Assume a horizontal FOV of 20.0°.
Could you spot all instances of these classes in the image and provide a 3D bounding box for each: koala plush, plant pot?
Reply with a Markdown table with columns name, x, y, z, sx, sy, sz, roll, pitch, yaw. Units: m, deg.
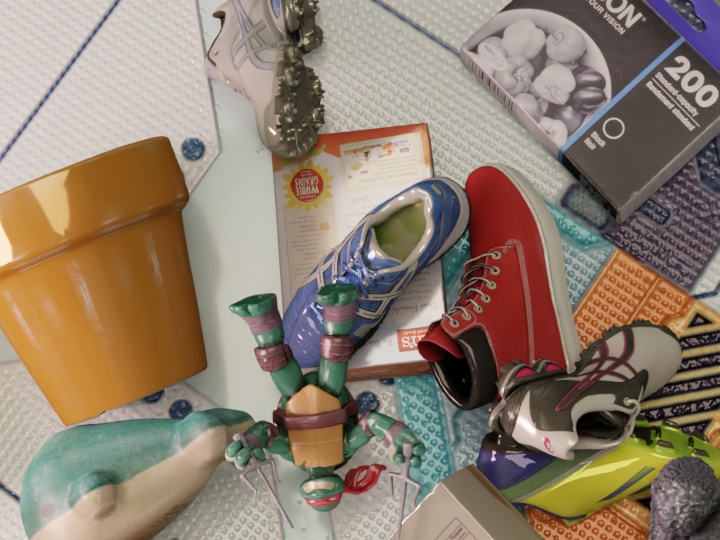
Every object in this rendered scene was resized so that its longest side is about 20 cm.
| name | x | y | z | sx | sy | sz | roll | pitch | yaw |
| --- | --- | --- | --- | --- | --- | --- | --- | --- | --- |
| koala plush | 0.296 | 0.252 | 1.502 | 0.176 | 0.200 | 0.186 | 13 | 93 | -4 |
| plant pot | -0.210 | 0.016 | 1.626 | 0.199 | 0.200 | 0.185 | -22 | 91 | -2 |

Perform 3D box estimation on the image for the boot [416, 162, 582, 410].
| name | x | y | z | sx | sy | sz | roll | pitch | yaw |
| --- | --- | --- | --- | --- | --- | --- | --- | --- | --- |
| boot | 0.093 | 0.010 | 1.622 | 0.143 | 0.072 | 0.202 | -3 | 72 | -40 |

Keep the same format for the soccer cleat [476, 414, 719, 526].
| name | x | y | z | sx | sy | sz | roll | pitch | yaw |
| --- | --- | --- | --- | --- | --- | --- | --- | --- | --- |
| soccer cleat | 0.191 | 0.163 | 1.629 | 0.198 | 0.065 | 0.085 | 1 | 105 | 0 |

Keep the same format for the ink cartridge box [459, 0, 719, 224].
| name | x | y | z | sx | sy | sz | roll | pitch | yaw |
| --- | --- | --- | --- | --- | --- | --- | --- | --- | --- |
| ink cartridge box | 0.220 | -0.177 | 1.712 | 0.200 | 0.043 | 0.198 | -42 | 77 | -8 |

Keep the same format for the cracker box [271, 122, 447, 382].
| name | x | y | z | sx | sy | sz | roll | pitch | yaw |
| --- | --- | --- | --- | --- | --- | --- | --- | --- | --- |
| cracker box | 0.001 | -0.012 | 1.677 | 0.132 | 0.058 | 0.202 | -5 | 75 | 4 |

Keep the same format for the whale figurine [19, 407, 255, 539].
| name | x | y | z | sx | sy | sz | roll | pitch | yaw |
| --- | --- | --- | --- | --- | --- | --- | --- | --- | --- |
| whale figurine | -0.180 | 0.151 | 1.594 | 0.199 | 0.159 | 0.104 | -35 | 77 | 21 |

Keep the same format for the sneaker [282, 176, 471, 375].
| name | x | y | z | sx | sy | sz | roll | pitch | yaw |
| --- | --- | --- | --- | --- | --- | --- | --- | --- | --- |
| sneaker | 0.000 | 0.000 | 1.597 | 0.076 | 0.077 | 0.200 | 42 | 97 | 14 |

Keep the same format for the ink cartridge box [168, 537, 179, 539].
| name | x | y | z | sx | sy | sz | roll | pitch | yaw |
| --- | --- | --- | --- | --- | --- | --- | --- | --- | --- |
| ink cartridge box | -0.209 | 0.309 | 1.548 | 0.198 | 0.147 | 0.146 | -18 | 93 | -2 |

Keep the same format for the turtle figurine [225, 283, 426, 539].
| name | x | y | z | sx | sy | sz | roll | pitch | yaw |
| --- | --- | --- | --- | --- | --- | --- | --- | --- | --- |
| turtle figurine | -0.035 | 0.115 | 1.558 | 0.148 | 0.101 | 0.202 | -11 | 98 | -12 |

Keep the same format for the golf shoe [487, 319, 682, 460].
| name | x | y | z | sx | sy | sz | roll | pitch | yaw |
| --- | --- | --- | --- | --- | --- | --- | --- | --- | --- |
| golf shoe | 0.191 | 0.101 | 1.589 | 0.199 | 0.078 | 0.088 | -18 | 40 | -37 |

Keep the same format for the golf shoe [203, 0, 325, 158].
| name | x | y | z | sx | sy | sz | roll | pitch | yaw |
| --- | --- | --- | --- | --- | --- | --- | --- | --- | --- |
| golf shoe | -0.083 | -0.161 | 1.696 | 0.096 | 0.079 | 0.201 | -17 | 44 | 17 |

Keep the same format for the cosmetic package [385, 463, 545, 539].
| name | x | y | z | sx | sy | sz | roll | pitch | yaw |
| --- | --- | --- | --- | --- | --- | --- | --- | --- | --- |
| cosmetic package | 0.111 | 0.259 | 1.576 | 0.200 | 0.071 | 0.105 | 48 | 114 | 13 |
